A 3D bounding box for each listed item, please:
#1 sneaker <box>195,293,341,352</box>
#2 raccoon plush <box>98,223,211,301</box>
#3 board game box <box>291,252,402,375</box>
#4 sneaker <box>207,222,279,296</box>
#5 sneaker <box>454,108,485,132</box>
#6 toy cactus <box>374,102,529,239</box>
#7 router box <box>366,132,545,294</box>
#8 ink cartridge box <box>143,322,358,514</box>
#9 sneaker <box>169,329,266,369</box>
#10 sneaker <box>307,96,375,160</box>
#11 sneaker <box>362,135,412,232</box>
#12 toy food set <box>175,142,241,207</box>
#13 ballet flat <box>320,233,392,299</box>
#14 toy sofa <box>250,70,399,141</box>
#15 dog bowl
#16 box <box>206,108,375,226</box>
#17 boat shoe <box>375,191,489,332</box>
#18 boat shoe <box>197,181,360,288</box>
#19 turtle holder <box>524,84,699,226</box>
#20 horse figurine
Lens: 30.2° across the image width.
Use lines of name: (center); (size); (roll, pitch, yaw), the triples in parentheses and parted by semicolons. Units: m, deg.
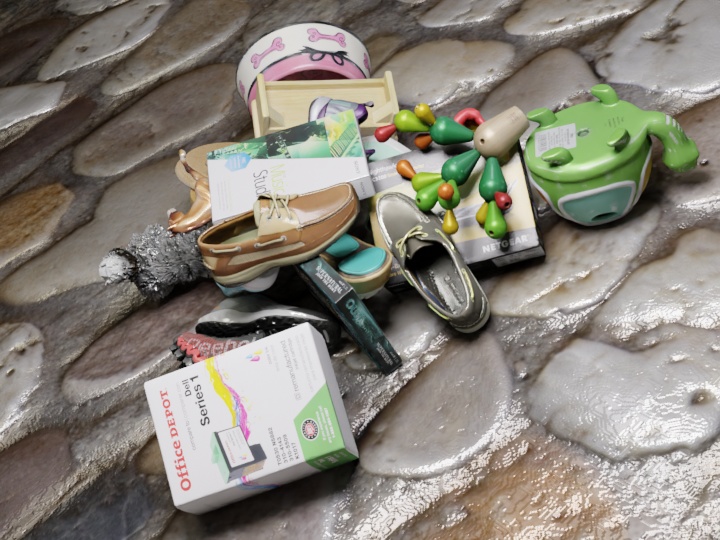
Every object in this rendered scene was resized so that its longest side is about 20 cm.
sneaker: (-0.109, 0.061, 1.632); (0.198, 0.075, 0.080); (2, 39, 32)
raccoon plush: (-0.237, -0.009, 1.744); (0.132, 0.098, 0.200); (-12, 15, 17)
board game box: (-0.034, 0.027, 1.573); (0.028, 0.136, 0.200); (-39, 39, -6)
sneaker: (-0.146, 0.001, 1.668); (0.073, 0.083, 0.200); (-4, 21, -15)
sneaker: (0.154, -0.128, 1.686); (0.076, 0.085, 0.201); (-22, 47, 2)
toy cactus: (0.123, -0.136, 1.559); (0.165, 0.102, 0.200); (-39, 61, -5)
router box: (0.111, -0.074, 1.617); (0.198, 0.052, 0.159); (-15, 74, 13)
ink cartridge box: (-0.120, 0.163, 1.451); (0.198, 0.084, 0.146); (-20, 73, 7)
sneaker: (-0.146, 0.112, 1.592); (0.199, 0.071, 0.098); (23, 58, 42)
sneaker: (-0.026, -0.124, 1.735); (0.086, 0.203, 0.074); (3, 4, 10)
sneaker: (0.024, -0.110, 1.752); (0.199, 0.074, 0.118); (22, 51, 42)
toy food set: (-0.157, -0.124, 1.840); (0.196, 0.049, 0.200); (-6, 28, -27)
ballet flat: (0.000, 0.000, 1.595); (0.068, 0.064, 0.200); (-25, 19, -9)
toy sofa: (-0.049, -0.211, 1.835); (0.197, 0.098, 0.084); (-3, 54, -10)
dog bowl: (-0.076, -0.256, 1.901); (0.198, 0.201, 0.074); (-18, 54, 9)
box: (-0.088, -0.119, 1.632); (0.197, 0.037, 0.145); (-16, 41, 2)
boat shoe: (0.078, -0.018, 1.551); (0.072, 0.060, 0.203); (-38, 68, 9)
boat shoe: (-0.097, -0.049, 1.528); (0.198, 0.074, 0.076); (-27, 40, 11)
turtle holder: (0.291, -0.135, 1.587); (0.184, 0.133, 0.141); (-30, 36, -8)
horse figurine: (-0.155, -0.103, 1.716); (0.197, 0.050, 0.133); (-1, 44, -13)
